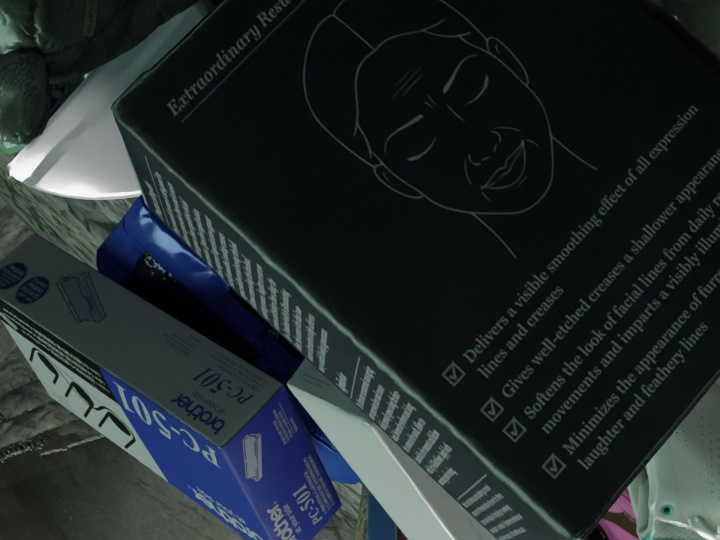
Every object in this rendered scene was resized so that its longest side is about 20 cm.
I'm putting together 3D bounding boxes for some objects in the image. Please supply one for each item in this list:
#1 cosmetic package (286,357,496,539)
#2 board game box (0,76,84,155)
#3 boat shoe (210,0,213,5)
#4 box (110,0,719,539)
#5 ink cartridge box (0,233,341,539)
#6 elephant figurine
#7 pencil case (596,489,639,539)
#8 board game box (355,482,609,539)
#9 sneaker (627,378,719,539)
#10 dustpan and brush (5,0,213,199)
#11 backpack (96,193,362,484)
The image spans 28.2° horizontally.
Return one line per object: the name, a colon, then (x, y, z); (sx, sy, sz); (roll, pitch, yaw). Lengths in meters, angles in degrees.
cosmetic package: (0.063, 0.051, 0.655); (0.051, 0.151, 0.200); (22, 157, 37)
board game box: (-0.211, -0.184, 0.789); (0.029, 0.135, 0.201); (-11, 125, 29)
boat shoe: (-0.117, -0.131, 0.853); (0.072, 0.066, 0.200); (41, 168, 14)
box: (0.038, -0.024, 0.496); (0.200, 0.148, 0.107); (43, 168, 8)
ink cartridge box: (-0.102, 0.059, 0.705); (0.199, 0.044, 0.094); (26, 150, 39)
elephant figurine: (-0.177, -0.169, 0.705); (0.199, 0.155, 0.143); (18, 127, 41)
pencil case: (0.147, 0.117, 0.769); (0.199, 0.091, 0.093); (33, -161, 36)
board game box: (0.095, 0.215, 0.836); (0.198, 0.160, 0.097); (3, 141, -2)
sneaker: (0.166, 0.100, 0.638); (0.200, 0.089, 0.075); (44, 167, 2)
dustpan and brush: (-0.107, -0.086, 0.823); (0.057, 0.140, 0.200); (50, -169, 33)
backpack: (-0.010, 0.006, 0.728); (0.200, 0.163, 0.168); (47, 152, -4)
